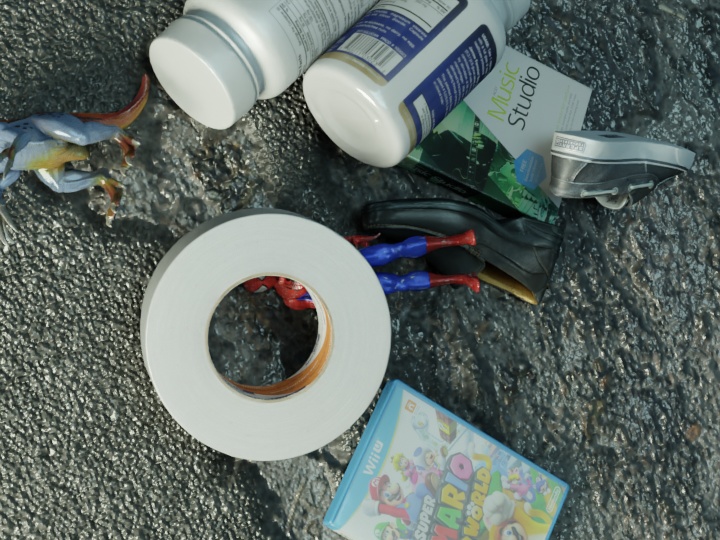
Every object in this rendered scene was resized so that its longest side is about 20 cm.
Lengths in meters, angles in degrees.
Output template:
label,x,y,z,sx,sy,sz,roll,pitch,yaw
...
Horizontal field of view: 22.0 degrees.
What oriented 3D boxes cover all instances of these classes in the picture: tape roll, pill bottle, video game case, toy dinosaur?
label,x,y,z,sx,sy,sz,roll,pitch,yaw
tape roll,-0.078,0.050,1.511,0.200,0.066,0.200,-1,97,-11
pill bottle,0.054,-0.190,1.589,0.200,0.111,0.111,-45,102,-23
pill bottle,-0.077,-0.217,1.566,0.200,0.113,0.113,-45,102,-25
video game case,0.079,0.205,1.627,0.200,0.018,0.143,32,70,-18
toy dinosaur,-0.276,-0.092,1.489,0.181,0.105,0.200,17,37,-10

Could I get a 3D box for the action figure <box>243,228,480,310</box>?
label,x,y,z,sx,sy,sz,roll,pitch,yaw
action figure,0.000,0.000,1.579,0.200,0.052,0.065,-6,101,-1

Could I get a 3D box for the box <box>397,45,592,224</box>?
label,x,y,z,sx,sy,sz,roll,pitch,yaw
box,0.106,-0.140,1.688,0.200,0.036,0.144,23,72,-20

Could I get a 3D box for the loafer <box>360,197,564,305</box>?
label,x,y,z,sx,sy,sz,roll,pitch,yaw
loafer,0.091,-0.019,1.642,0.200,0.073,0.072,11,81,-23

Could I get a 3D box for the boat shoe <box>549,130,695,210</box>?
label,x,y,z,sx,sy,sz,roll,pitch,yaw
boat shoe,0.240,-0.090,1.713,0.200,0.072,0.068,-3,107,-53
